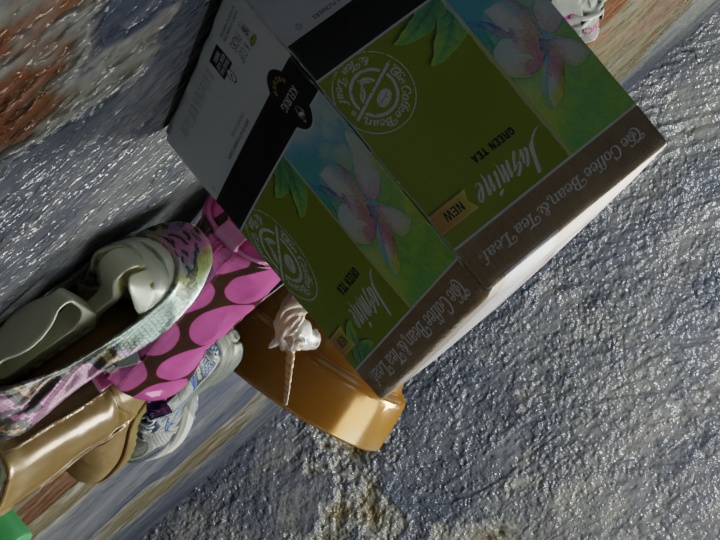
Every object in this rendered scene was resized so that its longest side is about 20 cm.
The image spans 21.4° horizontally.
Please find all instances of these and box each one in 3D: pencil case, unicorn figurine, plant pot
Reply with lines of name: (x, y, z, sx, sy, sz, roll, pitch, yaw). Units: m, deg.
pencil case: (-0.116, 0.016, 1.351, 0.093, 0.091, 0.200, -16, 155, -46)
unicorn figurine: (0.000, 0.000, 1.548, 0.200, 0.074, 0.137, -52, 166, 25)
plant pot: (-0.017, 0.043, 1.848, 0.184, 0.199, 0.200, -57, 173, 6)

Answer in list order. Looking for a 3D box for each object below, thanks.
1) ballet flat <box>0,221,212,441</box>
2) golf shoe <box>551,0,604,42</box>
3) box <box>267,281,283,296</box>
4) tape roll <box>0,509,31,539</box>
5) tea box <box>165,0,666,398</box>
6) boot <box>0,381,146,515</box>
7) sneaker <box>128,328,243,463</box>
ballet flat: (-0.170, 0.027, 1.181, 0.200, 0.069, 0.071, -39, 155, -21)
golf shoe: (0.150, -0.212, 1.357, 0.072, 0.092, 0.200, -38, 173, -19)
box: (-0.075, -0.008, 1.556, 0.200, 0.044, 0.160, -39, -178, -30)
tape roll: (-0.403, 0.298, 1.808, 0.200, 0.048, 0.200, -41, 176, -4)
tea box: (0.020, -0.068, 0.989, 0.133, 0.197, 0.200, -39, 174, -23)
boot: (-0.261, 0.153, 1.568, 0.200, 0.066, 0.176, -37, 161, -49)
sneaker: (-0.191, 0.112, 1.756, 0.085, 0.077, 0.200, -21, 154, -48)
